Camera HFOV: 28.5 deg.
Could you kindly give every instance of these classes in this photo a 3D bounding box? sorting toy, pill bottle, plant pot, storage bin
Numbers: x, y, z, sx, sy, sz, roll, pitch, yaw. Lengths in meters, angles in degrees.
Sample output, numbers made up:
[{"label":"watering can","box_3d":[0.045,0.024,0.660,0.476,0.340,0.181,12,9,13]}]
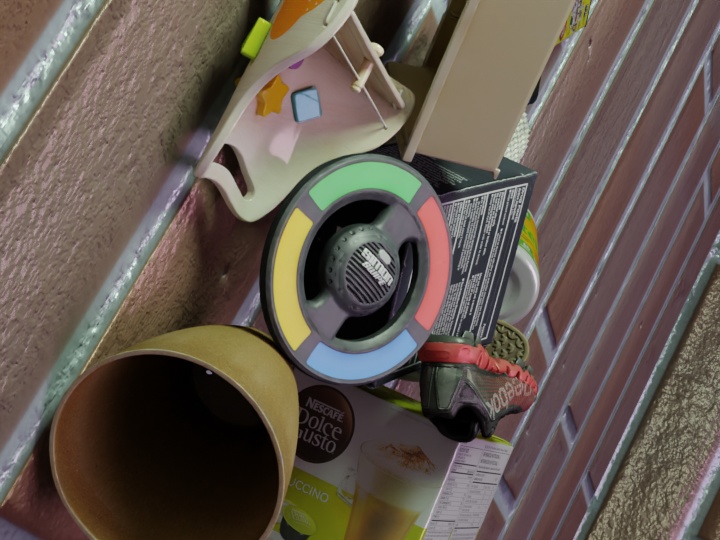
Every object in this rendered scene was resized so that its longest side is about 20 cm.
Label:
[{"label":"sorting toy","box_3d":[-0.062,-0.130,1.142,0.180,0.107,0.200,-56,157,-7]},{"label":"pill bottle","box_3d":[0.147,-0.025,1.623,0.200,0.111,0.111,-79,180,-63]},{"label":"plant pot","box_3d":[-0.125,0.118,1.151,0.200,0.186,0.187,-53,159,-68]},{"label":"storage bin","box_3d":[0.101,-0.221,1.269,0.199,0.094,0.200,-101,-151,-55]}]

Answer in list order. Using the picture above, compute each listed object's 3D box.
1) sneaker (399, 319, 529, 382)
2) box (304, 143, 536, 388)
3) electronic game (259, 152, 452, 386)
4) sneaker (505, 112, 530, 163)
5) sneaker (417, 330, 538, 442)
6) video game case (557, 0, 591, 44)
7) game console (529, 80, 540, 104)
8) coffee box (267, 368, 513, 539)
[{"label":"sneaker","box_3d":[0.090,0.088,1.565,0.090,0.200,0.067,55,39,-68]},{"label":"box","box_3d":[0.051,-0.015,1.404,0.198,0.123,0.200,-14,125,-48]},{"label":"electronic game","box_3d":[0.000,0.000,1.209,0.200,0.042,0.200,-8,103,-36]},{"label":"sneaker","box_3d":[0.115,-0.168,1.489,0.070,0.099,0.200,-50,149,-25]},{"label":"sneaker","box_3d":[0.113,0.123,1.384,0.200,0.071,0.098,27,67,-56]},{"label":"video game case","box_3d":[0.247,-0.367,1.706,0.181,0.025,0.200,-37,142,-51]},{"label":"game console","box_3d":[0.180,-0.305,1.501,0.118,0.171,0.200,-19,133,-27]},{"label":"coffee box","box_3d":[0.016,0.229,1.507,0.198,0.199,0.200,-67,157,-1]}]
